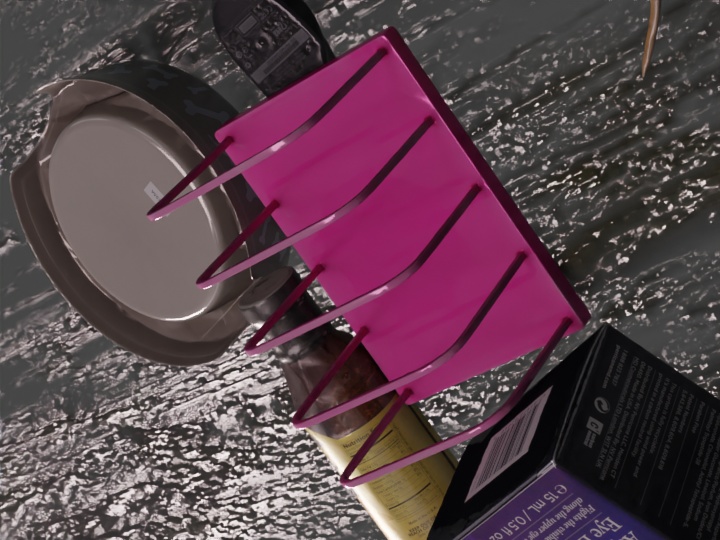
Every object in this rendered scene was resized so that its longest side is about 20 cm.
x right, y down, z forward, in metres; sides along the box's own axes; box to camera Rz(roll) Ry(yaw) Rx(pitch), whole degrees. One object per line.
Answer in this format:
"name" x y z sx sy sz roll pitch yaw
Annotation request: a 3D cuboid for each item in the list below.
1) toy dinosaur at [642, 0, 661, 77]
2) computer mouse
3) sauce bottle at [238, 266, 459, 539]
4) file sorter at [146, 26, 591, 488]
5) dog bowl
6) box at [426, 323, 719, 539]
"toy dinosaur" 0.112 -0.204 1.109 0.200 0.060 0.106 53 163 6
"computer mouse" -0.010 -0.093 1.309 0.059 0.034 0.200 -35 98 38
"sauce bottle" -0.001 0.086 1.376 0.066 0.066 0.200 -18 113 47
"file sorter" 0.000 0.000 1.258 0.139 0.125 0.200 -26 104 37
"dog bowl" -0.128 -0.040 1.425 0.200 0.059 0.200 23 131 28
"box" 0.158 0.148 1.224 0.200 0.104 0.148 33 139 -8
